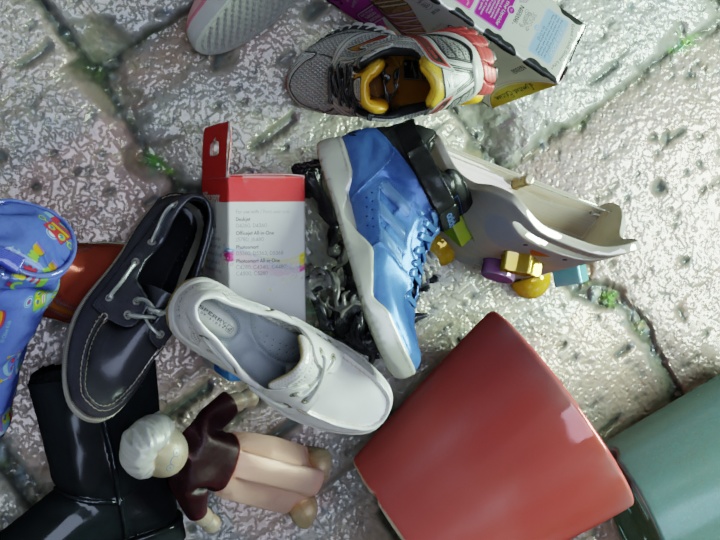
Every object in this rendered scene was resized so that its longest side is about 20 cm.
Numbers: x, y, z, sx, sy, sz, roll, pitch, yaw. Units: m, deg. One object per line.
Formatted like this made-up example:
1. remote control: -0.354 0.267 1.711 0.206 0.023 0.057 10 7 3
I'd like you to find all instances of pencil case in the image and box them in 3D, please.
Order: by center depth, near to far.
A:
1. pencil case: -0.278 0.044 0.951 0.077 0.087 0.201 24 123 -9

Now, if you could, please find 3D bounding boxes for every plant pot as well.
1. plant pot: 0.103 0.166 1.073 0.177 0.200 0.201 -36 102 -1
2. plant pot: 0.330 0.186 1.137 0.194 0.200 0.202 -23 99 -6

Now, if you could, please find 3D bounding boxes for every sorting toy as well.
1. sorting toy: 0.145 -0.038 1.069 0.198 0.180 0.108 19 87 -16

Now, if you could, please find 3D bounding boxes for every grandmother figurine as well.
1. grandmother figurine: -0.111 0.155 1.030 0.199 0.060 0.123 19 78 -43

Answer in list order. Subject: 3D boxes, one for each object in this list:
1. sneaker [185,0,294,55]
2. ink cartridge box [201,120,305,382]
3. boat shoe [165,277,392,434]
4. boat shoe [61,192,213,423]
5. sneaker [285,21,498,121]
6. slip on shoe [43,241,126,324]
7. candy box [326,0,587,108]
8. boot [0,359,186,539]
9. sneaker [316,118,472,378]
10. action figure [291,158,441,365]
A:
1. sneaker: -0.089 -0.280 1.051 0.200 0.075 0.105 -46 69 11
2. ink cartridge box: -0.089 -0.018 1.033 0.066 0.116 0.203 -1 94 -18
3. boat shoe: -0.054 0.073 0.952 0.199 0.069 0.071 29 83 -20
4. boat shoe: -0.171 0.023 0.986 0.072 0.063 0.202 33 63 -21
5. sneaker: 0.010 -0.160 1.023 0.082 0.198 0.079 -27 110 -44
6. slip on shoe: -0.237 0.008 1.021 0.197 0.061 0.075 9 88 -18
7. candy box: 0.071 -0.220 1.059 0.199 0.136 0.062 30 80 -15
8. boot: -0.246 0.163 1.016 0.198 0.076 0.170 -15 99 -20
9. sneaker: 0.043 -0.024 0.990 0.110 0.077 0.202 -16 72 -1
10. action figure: 0.000 0.000 1.070 0.117 0.102 0.203 -15 94 -12
